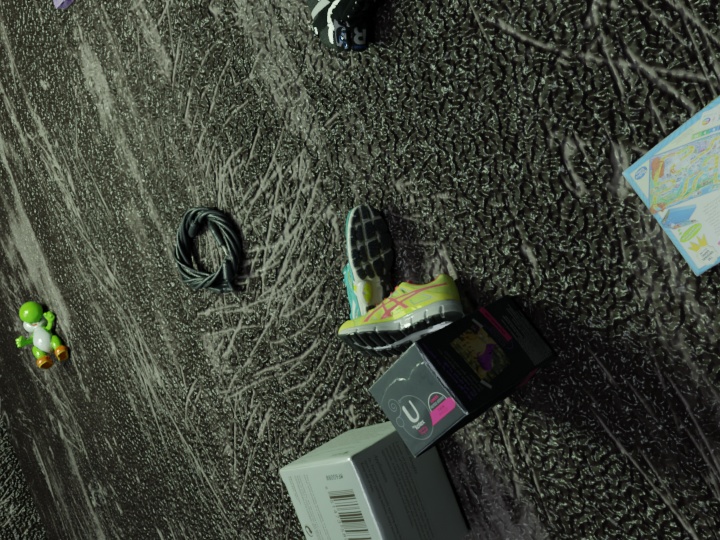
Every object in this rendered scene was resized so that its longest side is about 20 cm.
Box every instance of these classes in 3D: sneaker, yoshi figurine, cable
[{"bbox_3d":[0.000,0.000,1.120,0.079,0.077,0.202,17,116,51],"label":"sneaker"},{"bbox_3d":[-0.901,0.168,2.089,0.112,0.112,0.201,-46,68,27],"label":"yoshi figurine"},{"bbox_3d":[-0.304,-0.042,1.430,0.199,0.051,0.165,13,113,43],"label":"cable"},{"bbox_3d":[0.005,-0.353,0.991,0.199,0.073,0.113,3,110,54],"label":"sneaker"},{"bbox_3d":[0.058,0.061,1.060,0.199,0.078,0.091,-17,51,26],"label":"sneaker"}]

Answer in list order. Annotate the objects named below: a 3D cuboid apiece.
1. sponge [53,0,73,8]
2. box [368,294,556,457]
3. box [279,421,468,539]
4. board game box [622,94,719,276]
[{"bbox_3d":[-0.634,-0.665,1.554,0.111,0.030,0.201,-16,93,47],"label":"sponge"},{"bbox_3d":[0.130,0.129,0.937,0.106,0.199,0.122,54,135,17],"label":"box"},{"bbox_3d":[0.019,0.355,1.156,0.199,0.171,0.200,-24,87,48],"label":"box"},{"bbox_3d":[0.374,-0.103,0.724,0.200,0.034,0.135,-44,72,45],"label":"board game box"}]
